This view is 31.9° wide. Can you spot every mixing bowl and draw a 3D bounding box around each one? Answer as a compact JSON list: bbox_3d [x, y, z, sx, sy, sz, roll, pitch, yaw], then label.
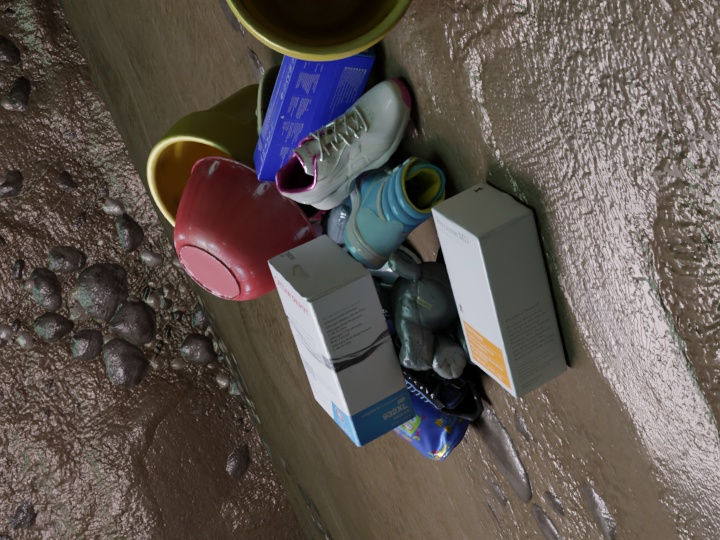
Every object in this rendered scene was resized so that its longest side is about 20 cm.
[{"bbox_3d":[-0.163,-0.036,1.599,0.198,0.109,0.201,27,150,17],"label":"mixing bowl"}]

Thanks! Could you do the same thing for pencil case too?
[{"bbox_3d":[0.051,0.183,1.721,0.198,0.088,0.078,31,-165,3],"label":"pencil case"}]

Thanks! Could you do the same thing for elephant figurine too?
[{"bbox_3d":[0.084,0.046,1.501,0.200,0.139,0.158,-116,32,-78],"label":"elephant figurine"}]

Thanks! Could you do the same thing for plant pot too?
[{"bbox_3d":[-0.043,-0.304,1.243,0.189,0.199,0.203,-129,14,-85],"label":"plant pot"},{"bbox_3d":[-0.165,-0.156,1.755,0.198,0.190,0.203,18,137,17],"label":"plant pot"}]

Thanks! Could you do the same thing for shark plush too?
[{"bbox_3d":[-0.039,-0.041,1.608,0.090,0.084,0.200,31,137,-11],"label":"shark plush"}]

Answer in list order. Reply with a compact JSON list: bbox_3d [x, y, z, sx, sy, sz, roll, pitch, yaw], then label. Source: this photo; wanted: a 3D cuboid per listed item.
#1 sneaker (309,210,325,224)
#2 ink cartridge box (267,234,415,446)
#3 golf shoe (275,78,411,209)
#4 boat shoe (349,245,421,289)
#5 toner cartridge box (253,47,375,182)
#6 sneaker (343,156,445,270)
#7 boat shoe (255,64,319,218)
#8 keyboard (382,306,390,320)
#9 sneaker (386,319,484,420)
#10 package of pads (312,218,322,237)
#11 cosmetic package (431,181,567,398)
[{"bbox_3d":[-0.053,-0.007,1.904,0.088,0.073,0.203,100,159,-79],"label":"sneaker"},{"bbox_3d":[-0.023,0.079,1.474,0.145,0.083,0.202,40,152,60],"label":"ink cartridge box"},{"bbox_3d":[-0.020,-0.142,1.443,0.200,0.091,0.076,-47,60,31],"label":"golf shoe"},{"bbox_3d":[0.000,0.000,1.688,0.198,0.062,0.074,11,127,41],"label":"boat shoe"},{"bbox_3d":[-0.057,-0.190,1.486,0.201,0.094,0.044,113,150,-41],"label":"toner cartridge box"},{"bbox_3d":[0.050,-0.097,1.473,0.079,0.130,0.201,36,-150,-21],"label":"sneaker"},{"bbox_3d":[-0.095,-0.164,1.592,0.063,0.072,0.203,40,149,57],"label":"boat shoe"},{"bbox_3d":[0.034,0.064,1.677,0.197,0.040,0.105,11,144,17],"label":"keyboard"},{"bbox_3d":[0.088,0.129,1.595,0.199,0.070,0.078,32,-169,-43],"label":"sneaker"},{"bbox_3d":[-0.028,0.021,1.798,0.201,0.120,0.076,58,175,22],"label":"package of pads"},{"bbox_3d":[0.148,0.021,1.328,0.101,0.071,0.202,39,150,57],"label":"cosmetic package"}]
